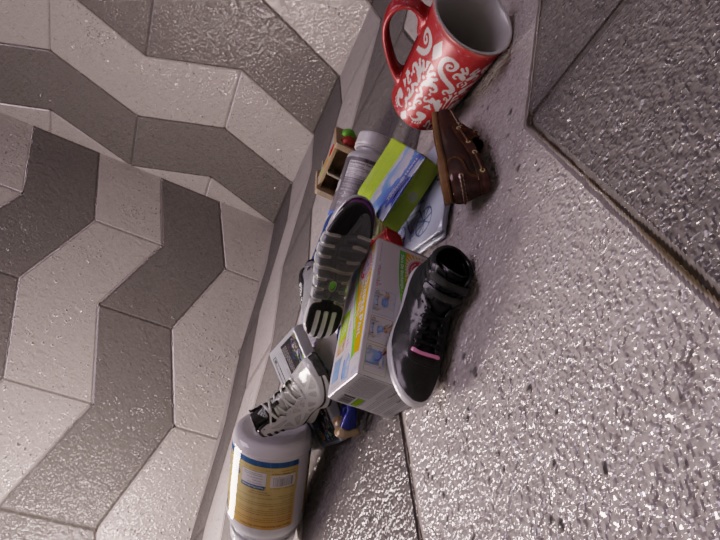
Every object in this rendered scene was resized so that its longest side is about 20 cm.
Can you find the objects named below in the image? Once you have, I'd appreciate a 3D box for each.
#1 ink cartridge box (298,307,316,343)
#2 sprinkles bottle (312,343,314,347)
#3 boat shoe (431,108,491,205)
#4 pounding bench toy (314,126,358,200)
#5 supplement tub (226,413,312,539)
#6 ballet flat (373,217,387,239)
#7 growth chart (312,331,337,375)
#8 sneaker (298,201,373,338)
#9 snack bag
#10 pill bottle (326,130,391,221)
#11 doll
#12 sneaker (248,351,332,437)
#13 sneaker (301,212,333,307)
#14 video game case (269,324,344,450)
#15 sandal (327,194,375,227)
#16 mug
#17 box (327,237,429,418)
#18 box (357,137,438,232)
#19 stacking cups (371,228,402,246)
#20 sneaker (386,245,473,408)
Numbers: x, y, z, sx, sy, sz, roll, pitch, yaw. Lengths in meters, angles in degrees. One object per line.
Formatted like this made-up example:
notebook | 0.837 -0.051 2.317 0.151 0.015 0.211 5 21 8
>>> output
ink cartridge box | -0.051 0.082 1.037 0.160 0.050 0.204 -27 43 33
sprinkles bottle | -0.063 0.151 1.053 0.201 0.067 0.070 -117 49 -69
boat shoe | 0.139 -0.164 0.742 0.204 0.068 0.071 -91 -18 -44
pounding bench toy | -0.033 -0.285 1.376 0.202 0.121 0.158 -96 30 -58
supplement tub | -0.164 0.372 0.944 0.145 0.140 0.207 -132 49 -73
ballet flat | 0.027 -0.048 0.983 0.071 0.069 0.205 132 153 -54
growth chart | -0.023 0.123 0.896 0.144 0.017 0.203 42 116 31
sneaker | -0.051 -0.015 0.781 0.205 0.073 0.116 -68 26 13
snack bag | 0.104 -0.115 0.874 0.188 0.021 0.205 140 146 -61
pill bottle | 0.009 -0.179 1.117 0.113 0.111 0.206 -175 105 -74
doll | -0.017 0.146 0.815 0.136 0.047 0.207 -144 55 -81
sneaker | -0.115 0.213 0.843 0.076 0.113 0.203 53 146 25
sneaker | -0.052 -0.008 1.019 0.070 0.076 0.206 30 -104 -70
video game case | -0.097 0.217 0.954 0.204 0.023 0.182 65 150 11
sandal | -0.026 -0.020 0.850 0.207 0.080 0.050 -65 31 22
mug | 0.119 -0.346 0.851 0.133 0.178 0.200 -43 -3 -28
box | 0.034 0.078 0.733 0.113 0.099 0.205 131 154 -53
box | 0.060 -0.146 0.892 0.123 0.047 0.201 -56 22 11
stacking cups | 0.000 0.000 0.923 0.199 0.060 0.062 -42 29 34
sneaker | 0.085 0.055 0.635 0.100 0.069 0.204 123 165 -54
